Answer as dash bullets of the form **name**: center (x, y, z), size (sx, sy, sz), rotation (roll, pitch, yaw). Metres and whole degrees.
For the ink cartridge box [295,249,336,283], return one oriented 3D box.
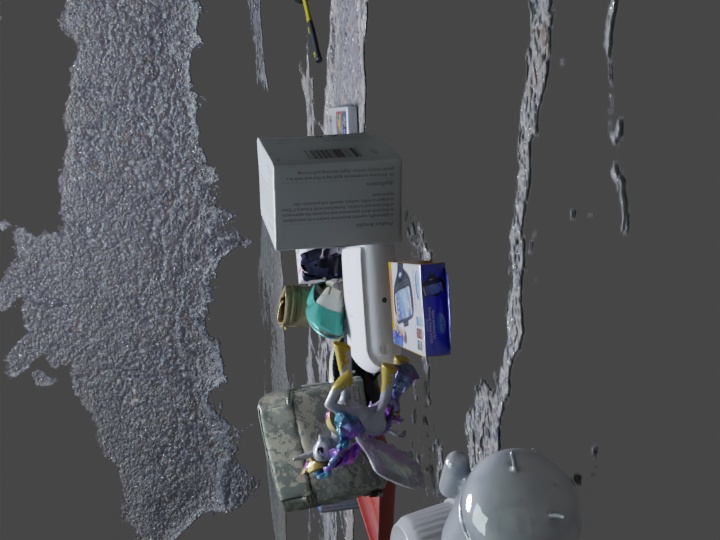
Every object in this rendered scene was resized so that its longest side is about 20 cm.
- **ink cartridge box**: center (-0.088, -0.083, 1.946), size (0.146, 0.083, 0.204), rotation (133, 132, -75)

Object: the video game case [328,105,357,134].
- **video game case**: center (-0.030, -0.200, 1.777), size (0.182, 0.022, 0.204), rotation (-145, 53, -75)

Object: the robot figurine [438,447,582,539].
- **robot figurine**: center (0.140, 0.241, 0.899), size (0.169, 0.113, 0.202), rotation (38, 147, 19)

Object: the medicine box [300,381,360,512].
- **medicine box**: center (-0.053, 0.342, 1.892), size (0.182, 0.101, 0.204), rotation (-144, 50, -74)

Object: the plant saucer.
- **plant saucer**: center (0.025, 0.360, 1.683), size (0.200, 0.036, 0.204), rotation (-115, 24, -60)

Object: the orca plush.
- **orca plush**: center (0.019, 0.159, 1.645), size (0.105, 0.070, 0.204), rotation (33, -132, -45)

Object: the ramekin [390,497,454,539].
- **ramekin**: center (0.098, 0.391, 1.200), size (0.202, 0.092, 0.207), rotation (176, 90, -78)

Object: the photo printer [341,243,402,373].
- **photo printer**: center (0.017, 0.060, 1.528), size (0.166, 0.068, 0.205), rotation (-176, 82, -78)

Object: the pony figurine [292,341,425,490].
- **pony figurine**: center (0.012, 0.222, 1.409), size (0.167, 0.190, 0.203), rotation (-131, 57, -65)

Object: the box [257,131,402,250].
- **box**: center (-0.051, -0.126, 1.474), size (0.200, 0.195, 0.133), rotation (-124, 32, -66)

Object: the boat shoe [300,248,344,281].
- **boat shoe**: center (-0.065, -0.027, 1.767), size (0.200, 0.091, 0.076), rotation (-93, -3, -81)

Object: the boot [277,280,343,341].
- **boot**: center (-0.081, 0.091, 1.803), size (0.202, 0.152, 0.074), rotation (101, 160, -53)

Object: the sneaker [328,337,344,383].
- **sneaker**: center (-0.039, 0.220, 1.696), size (0.093, 0.069, 0.203), rotation (-40, 44, 50)

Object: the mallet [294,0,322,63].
- **mallet**: center (-0.108, -0.521, 2.011), size (0.066, 0.040, 0.204), rotation (130, 131, -72)

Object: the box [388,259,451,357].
- **box**: center (0.080, 0.048, 1.296), size (0.200, 0.041, 0.122), rotation (-172, 78, -80)

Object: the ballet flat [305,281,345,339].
- **ballet flat**: center (-0.057, 0.056, 1.623), size (0.200, 0.066, 0.072), rotation (-123, 53, -76)

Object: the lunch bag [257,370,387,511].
- **lunch bag**: center (-0.054, 0.277, 1.545), size (0.139, 0.165, 0.204), rotation (8, -112, -68)
